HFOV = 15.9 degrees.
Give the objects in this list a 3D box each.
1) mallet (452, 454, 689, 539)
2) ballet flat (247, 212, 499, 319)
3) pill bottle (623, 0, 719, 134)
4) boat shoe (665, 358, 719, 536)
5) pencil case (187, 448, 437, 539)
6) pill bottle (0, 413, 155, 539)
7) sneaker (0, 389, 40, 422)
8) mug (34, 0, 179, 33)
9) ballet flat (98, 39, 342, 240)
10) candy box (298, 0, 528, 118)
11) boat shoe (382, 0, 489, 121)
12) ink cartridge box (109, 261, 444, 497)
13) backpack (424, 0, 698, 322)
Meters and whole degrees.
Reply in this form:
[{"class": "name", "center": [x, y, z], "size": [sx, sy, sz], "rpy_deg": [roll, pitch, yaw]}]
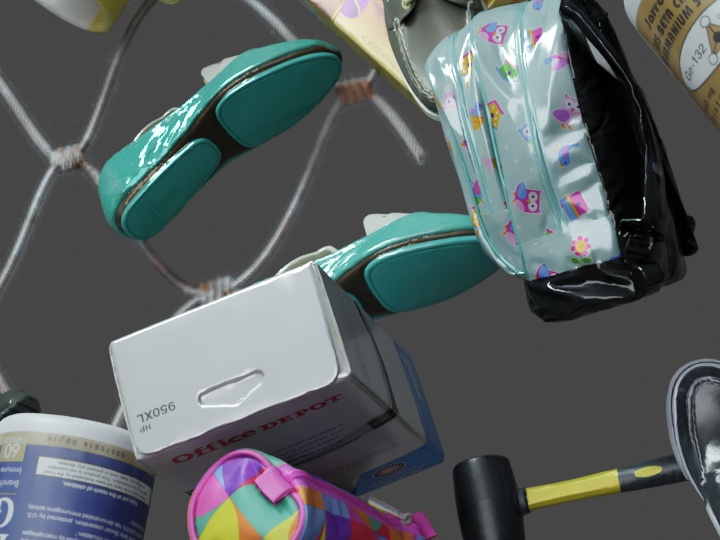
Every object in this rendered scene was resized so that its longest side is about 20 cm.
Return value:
[{"class": "mallet", "center": [0.157, 0.143, 1.622], "size": [0.199, 0.041, 0.066], "rpy_deg": [-6, 69, 13]}, {"class": "ballet flat", "center": [0.000, 0.000, 1.706], "size": [0.200, 0.067, 0.070], "rpy_deg": [-26, 48, 6]}, {"class": "pill bottle", "center": [0.235, -0.174, 1.664], "size": [0.114, 0.114, 0.200], "rpy_deg": [-36, 63, 4]}, {"class": "boat shoe", "center": [0.241, 0.140, 1.558], "size": [0.072, 0.068, 0.200], "rpy_deg": [-21, 72, 3]}, {"class": "pencil case", "center": [-0.028, 0.165, 1.591], "size": [0.088, 0.200, 0.089], "rpy_deg": [-7, 74, 24]}, {"class": "pill bottle", "center": [-0.202, 0.202, 1.681], "size": [0.111, 0.111, 0.201], "rpy_deg": [3, 72, 20]}, {"class": "sneaker", "center": [-0.308, 0.141, 1.762], "size": [0.200, 0.074, 0.089], "rpy_deg": [-45, 65, -1]}, {"class": "mug", "center": [-0.178, -0.264, 1.844], "size": [0.186, 0.149, 0.153], "rpy_deg": [38, 76, 1]}, {"class": "ballet flat", "center": [-0.105, -0.105, 1.790], "size": [0.200, 0.067, 0.070], "rpy_deg": [-40, 49, 0]}, {"class": "candy box", "center": [0.016, -0.213, 1.789], "size": [0.117, 0.056, 0.200], "rpy_deg": [-46, 65, 0]}, {"class": "boat shoe", "center": [0.043, -0.197, 1.709], "size": [0.072, 0.060, 0.202], "rpy_deg": [-12, 69, 15]}, {"class": "ink cartridge box", "center": [-0.050, 0.085, 1.621], "size": [0.144, 0.200, 0.084], "rpy_deg": [-22, 65, 10]}, {"class": "backpack", "center": [0.125, -0.073, 1.612], "size": [0.126, 0.167, 0.201], "rpy_deg": [-18, 90, 12]}]
